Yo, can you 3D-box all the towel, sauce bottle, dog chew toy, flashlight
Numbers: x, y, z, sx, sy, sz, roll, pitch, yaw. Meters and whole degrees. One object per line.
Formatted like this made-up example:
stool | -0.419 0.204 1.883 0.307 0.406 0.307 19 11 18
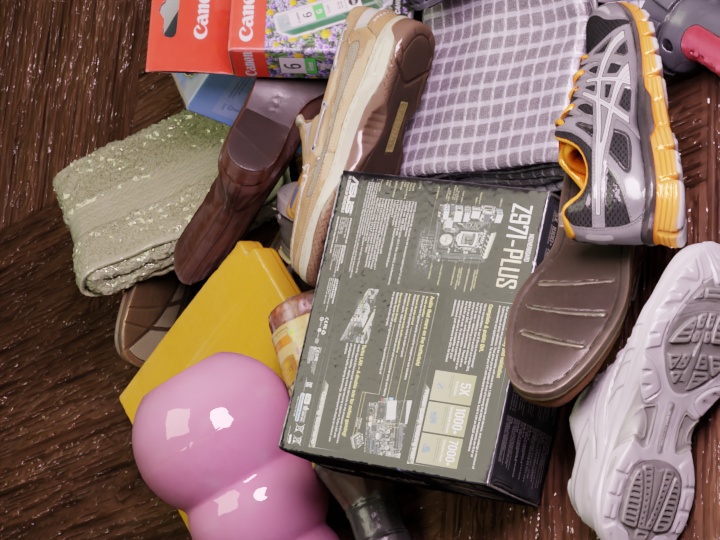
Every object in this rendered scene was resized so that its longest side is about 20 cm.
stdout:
towel | 0.111 -0.137 1.666 0.200 0.085 0.166 -7 69 54
sauce bottle | -0.010 0.113 1.699 0.066 0.066 0.200 -38 62 40
dog chew toy | -0.080 0.161 1.731 0.124 0.124 0.200 -33 87 43
towel | -0.155 -0.069 1.973 0.200 0.037 0.149 -24 50 5
flashlight | 0.236 -0.125 1.502 0.200 0.068 0.068 -137 35 -57

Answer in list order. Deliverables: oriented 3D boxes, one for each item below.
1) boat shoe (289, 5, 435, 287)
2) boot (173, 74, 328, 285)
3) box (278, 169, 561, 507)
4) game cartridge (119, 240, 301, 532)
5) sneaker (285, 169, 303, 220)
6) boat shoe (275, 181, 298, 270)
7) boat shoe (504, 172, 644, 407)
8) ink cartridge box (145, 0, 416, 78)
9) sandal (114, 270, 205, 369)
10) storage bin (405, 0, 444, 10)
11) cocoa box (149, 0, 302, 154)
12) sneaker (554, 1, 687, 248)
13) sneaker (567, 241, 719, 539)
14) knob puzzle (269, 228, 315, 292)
boat shoe | -0.013 -0.089 1.686 0.076 0.072 0.200 23 94 30
boot | -0.076 -0.094 1.852 0.187 0.064 0.200 -54 -5 -31
box | 0.053 0.044 1.604 0.163 0.086 0.201 6 78 30
game cartridge | -0.093 0.101 1.840 0.200 0.032 0.177 -50 56 30
sneaker | 0.009 -0.085 1.798 0.200 0.088 0.075 -68 2 -49
boat shoe | 0.003 -0.001 1.773 0.202 0.072 0.060 39 133 45
boat shoe | 0.147 0.014 1.521 0.072 0.068 0.200 10 55 22
ink cartridge box | -0.059 -0.200 1.754 0.050 0.199 0.109 81 -169 -70
sandal | -0.172 -0.004 2.012 0.054 0.080 0.200 -17 53 38
storage bin | 0.087 -0.290 1.688 0.135 0.094 0.200 -22 27 39
cocoa box | -0.053 -0.217 1.898 0.200 0.133 0.131 -54 36 23
sneaker | 0.158 -0.096 1.512 0.077 0.078 0.200 -9 47 6
sneaker | 0.173 0.073 1.483 0.099 0.078 0.200 21 90 62
knob puzzle | -0.062 0.068 1.862 0.219 0.030 0.220 -30 51 44
